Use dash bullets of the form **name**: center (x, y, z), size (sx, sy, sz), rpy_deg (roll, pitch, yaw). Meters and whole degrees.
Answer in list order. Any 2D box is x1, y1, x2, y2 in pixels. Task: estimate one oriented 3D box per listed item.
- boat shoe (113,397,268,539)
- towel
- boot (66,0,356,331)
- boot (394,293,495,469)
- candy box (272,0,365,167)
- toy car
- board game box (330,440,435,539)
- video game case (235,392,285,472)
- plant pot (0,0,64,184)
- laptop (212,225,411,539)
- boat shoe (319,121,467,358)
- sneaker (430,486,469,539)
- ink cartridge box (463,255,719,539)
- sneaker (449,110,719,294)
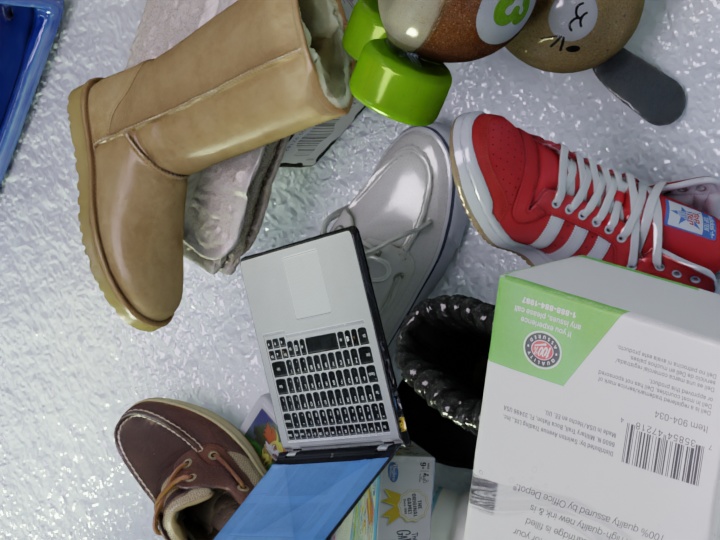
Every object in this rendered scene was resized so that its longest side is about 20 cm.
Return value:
- **boat shoe**: center (-0.101, 0.150, 1.566), size (0.200, 0.072, 0.072), rpy_deg (40, 114, 30)
- **towel**: center (-0.101, -0.109, 1.529), size (0.132, 0.034, 0.201), rpy_deg (29, 111, 31)
- **boot**: center (-0.087, -0.073, 1.461), size (0.199, 0.066, 0.176), rpy_deg (-21, 80, 34)
- **boot**: center (0.064, 0.066, 1.400), size (0.210, 0.157, 0.080), rpy_deg (-4, 75, 43)
- **candy box**: center (-0.024, -0.181, 1.524), size (0.200, 0.061, 0.137), rpy_deg (-46, 67, 30)
- **toy car**: center (0.111, -0.156, 1.367), size (0.199, 0.158, 0.165), rpy_deg (19, 111, -11)
- **board game box**: center (0.008, 0.201, 1.459), size (0.134, 0.034, 0.202), rpy_deg (-153, 66, -77)
- **video game case**: center (-0.045, 0.215, 1.584), size (0.200, 0.022, 0.183), rpy_deg (47, 118, 27)
- **plant pot**: center (-0.358, -0.157, 1.702), size (0.180, 0.199, 0.201), rpy_deg (39, 115, 36)
- **laptop**: center (-0.062, 0.092, 1.416), size (0.187, 0.115, 0.202), rpy_deg (-13, 90, 66)
- **boat shoe**: center (-0.004, -0.002, 1.502), size (0.075, 0.086, 0.203), rpy_deg (40, 115, 28)
- **sneaker**: center (0.075, 0.234, 1.460), size (0.080, 0.077, 0.202), rpy_deg (5, 107, 12)
- **ink cartridge box**: center (0.137, 0.109, 1.230), size (0.145, 0.084, 0.202), rpy_deg (17, 108, 33)
- **sneaker**: center (0.137, -0.035, 1.341), size (0.112, 0.200, 0.072), rpy_deg (-10, 57, 32)
